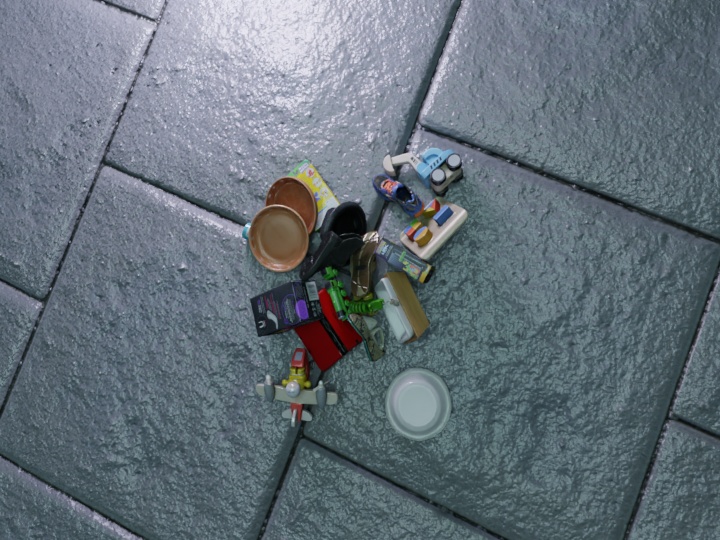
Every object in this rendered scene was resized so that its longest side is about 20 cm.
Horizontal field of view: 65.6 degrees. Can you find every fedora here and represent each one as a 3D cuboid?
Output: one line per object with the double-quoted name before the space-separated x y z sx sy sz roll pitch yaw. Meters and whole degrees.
"fedora" -0.068 -0.117 1.695 0.090 0.199 0.205 23 87 40

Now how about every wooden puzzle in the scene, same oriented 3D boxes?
"wooden puzzle" 0.204 -0.136 1.637 0.185 0.200 0.046 -45 117 2

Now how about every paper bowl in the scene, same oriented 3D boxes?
"paper bowl" 0.167 0.388 1.625 0.194 0.104 0.208 -1 83 9

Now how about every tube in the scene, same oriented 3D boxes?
"tube" -0.282 -0.083 1.765 0.196 0.050 0.079 29 124 9

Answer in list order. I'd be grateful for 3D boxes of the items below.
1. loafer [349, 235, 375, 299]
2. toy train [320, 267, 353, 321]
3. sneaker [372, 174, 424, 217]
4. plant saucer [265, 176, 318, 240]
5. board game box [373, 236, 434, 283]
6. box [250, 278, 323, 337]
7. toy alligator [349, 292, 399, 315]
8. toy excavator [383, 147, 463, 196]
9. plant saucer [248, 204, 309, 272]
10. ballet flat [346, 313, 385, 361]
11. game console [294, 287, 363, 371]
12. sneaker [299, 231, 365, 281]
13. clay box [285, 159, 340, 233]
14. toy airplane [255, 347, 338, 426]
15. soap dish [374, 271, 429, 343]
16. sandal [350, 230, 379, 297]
"loafer" 0.000 0.000 1.693 0.073 0.068 0.207 -3 91 -23
"toy train" -0.076 0.058 1.685 0.041 0.056 0.205 -33 70 36
"sneaker" 0.112 -0.243 1.696 0.198 0.079 0.076 34 83 28
"plant saucer" -0.213 -0.189 1.740 0.195 0.032 0.207 8 106 30
"board game box" 0.133 -0.027 1.621 0.162 0.200 0.058 30 95 11
"box" -0.221 0.113 1.668 0.196 0.105 0.126 -20 80 37
"toy alligator" 0.026 0.101 1.596 0.197 0.054 0.061 -3 113 48
"toy excavator" 0.192 -0.319 1.707 0.193 0.100 0.201 -40 67 1
"plant saucer" -0.248 -0.099 1.715 0.193 0.037 0.207 3 102 12
"ballet flat" 0.026 0.184 1.644 0.074 0.068 0.203 -29 125 -3
"game console" -0.094 0.173 1.728 0.170 0.119 0.202 -31 80 -28
"sneaker" -0.083 -0.034 1.608 0.103 0.060 0.202 30 104 -32
"clay box" -0.151 -0.236 1.762 0.114 0.048 0.202 -37 80 5
"toy airplane" -0.192 0.363 1.660 0.199 0.141 0.201 -39 81 2
"soap dish" 0.121 0.107 1.639 0.079 0.158 0.204 -24 81 -14
"sandal" 0.017 -0.015 1.624 0.078 0.054 0.207 -2 71 29
